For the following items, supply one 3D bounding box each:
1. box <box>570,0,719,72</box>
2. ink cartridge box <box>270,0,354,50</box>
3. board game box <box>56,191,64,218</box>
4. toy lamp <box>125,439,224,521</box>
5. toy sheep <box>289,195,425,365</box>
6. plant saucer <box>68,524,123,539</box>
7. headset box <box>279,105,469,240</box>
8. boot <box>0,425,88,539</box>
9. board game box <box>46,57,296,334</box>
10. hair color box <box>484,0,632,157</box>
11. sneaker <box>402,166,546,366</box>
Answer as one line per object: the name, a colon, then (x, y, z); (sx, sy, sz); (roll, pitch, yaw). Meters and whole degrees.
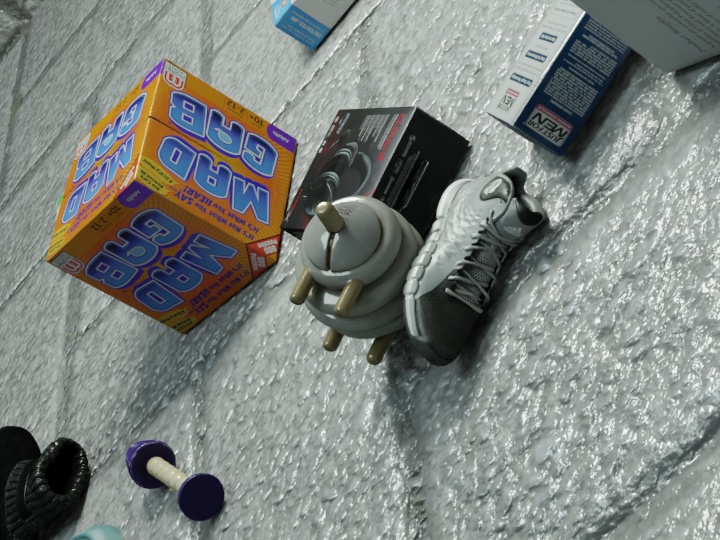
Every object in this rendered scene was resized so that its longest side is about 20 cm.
box: (0.264, -0.309, 1.417); (0.171, 0.199, 0.200); (-17, 47, 56)
ink cartridge box: (-0.030, -0.393, 2.190); (0.200, 0.068, 0.115); (-48, 28, 24)
board game box: (-0.434, -0.092, 2.655); (0.096, 0.030, 0.200); (-48, 25, 21)
toy lamp: (-0.209, 0.224, 1.874); (0.058, 0.058, 0.200); (-62, 25, -5)
toy sheep: (0.000, 0.000, 1.600); (0.138, 0.200, 0.138); (-8, 58, 13)
plant saucer: (-0.337, 0.381, 1.976); (0.200, 0.027, 0.200); (-42, 32, 33)
headset box: (0.016, -0.087, 1.774); (0.149, 0.077, 0.200); (-63, 24, -8)
boot: (-0.411, 0.249, 2.181); (0.158, 0.079, 0.211); (-50, 37, 33)
board game box: (-0.224, -0.086, 2.062); (0.200, 0.200, 0.200); (-37, 34, 40)
hair color box: (0.201, -0.208, 1.572); (0.200, 0.060, 0.100); (-57, 16, 5)
sneaker: (0.108, -0.015, 1.538); (0.115, 0.075, 0.200); (-25, 41, 46)
